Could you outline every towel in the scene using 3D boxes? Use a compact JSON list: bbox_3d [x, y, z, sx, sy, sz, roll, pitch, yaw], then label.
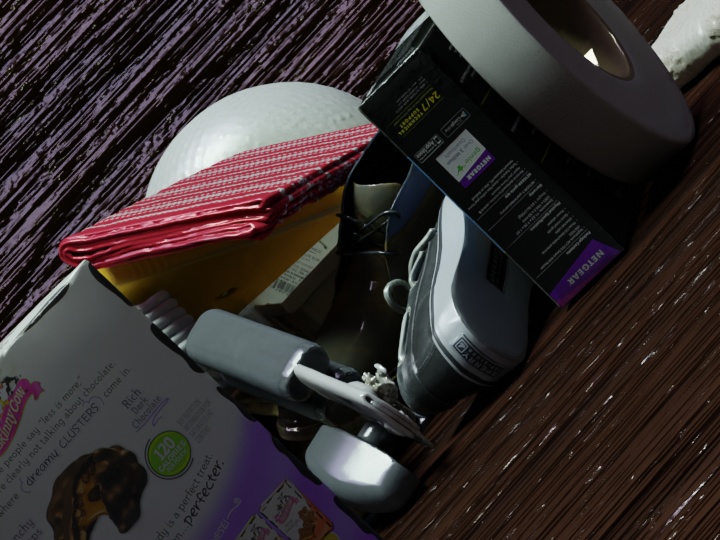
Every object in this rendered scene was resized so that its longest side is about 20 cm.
[{"bbox_3d":[0.246,-0.192,1.806,0.200,0.034,0.133,-51,6,-39],"label":"towel"},{"bbox_3d":[-0.063,-0.044,1.688,0.144,0.023,0.200,-10,12,31],"label":"towel"}]

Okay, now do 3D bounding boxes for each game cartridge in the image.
[{"bbox_3d":[-0.122,0.014,1.798,0.200,0.033,0.176,-18,-16,-44],"label":"game cartridge"}]

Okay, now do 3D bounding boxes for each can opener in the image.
[{"bbox_3d":[-0.031,0.065,1.532,0.067,0.053,0.200,-56,32,-6],"label":"can opener"}]

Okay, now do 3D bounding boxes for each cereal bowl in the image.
[{"bbox_3d":[-0.040,-0.018,1.952,0.200,0.200,0.083,-46,18,3],"label":"cereal bowl"}]

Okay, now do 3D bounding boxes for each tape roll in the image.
[{"bbox_3d":[0.097,-0.130,1.611,0.037,0.203,0.203,-44,5,20],"label":"tape roll"}]

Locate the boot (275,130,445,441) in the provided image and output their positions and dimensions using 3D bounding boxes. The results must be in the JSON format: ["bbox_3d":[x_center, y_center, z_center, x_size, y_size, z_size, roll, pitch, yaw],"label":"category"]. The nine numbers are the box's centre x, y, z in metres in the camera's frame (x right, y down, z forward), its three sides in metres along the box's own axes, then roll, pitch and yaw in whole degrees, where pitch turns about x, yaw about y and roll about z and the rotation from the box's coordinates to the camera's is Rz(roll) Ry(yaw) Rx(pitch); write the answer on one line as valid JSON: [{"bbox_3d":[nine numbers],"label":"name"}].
[{"bbox_3d":[0.000,0.000,1.636,0.075,0.097,0.200,0,38,40],"label":"boot"}]

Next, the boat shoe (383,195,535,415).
[{"bbox_3d":[0.056,0.012,1.586,0.068,0.074,0.200,-42,20,26],"label":"boat shoe"}]

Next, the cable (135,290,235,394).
[{"bbox_3d":[-0.164,0.093,1.690,0.200,0.069,0.200,-40,-5,10],"label":"cable"}]

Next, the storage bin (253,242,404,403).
[{"bbox_3d":[0.042,-0.020,1.826,0.200,0.094,0.199,-48,5,-6],"label":"storage bin"}]

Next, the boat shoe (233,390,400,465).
[{"bbox_3d":[-0.050,0.098,1.725,0.063,0.073,0.200,-32,-3,-33],"label":"boat shoe"}]

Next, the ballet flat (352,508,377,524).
[{"bbox_3d":[-0.069,0.155,1.552,0.200,0.063,0.069,-44,7,28],"label":"ballet flat"}]

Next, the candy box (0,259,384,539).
[{"bbox_3d":[-0.113,0.126,1.359,0.168,0.200,0.072,-49,6,-31],"label":"candy box"}]

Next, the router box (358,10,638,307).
[{"bbox_3d":[0.080,-0.073,1.604,0.051,0.149,0.200,-44,5,18],"label":"router box"}]
